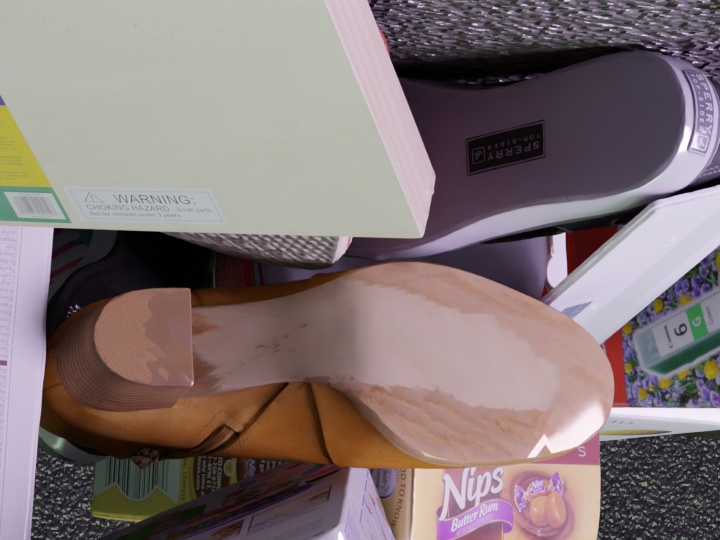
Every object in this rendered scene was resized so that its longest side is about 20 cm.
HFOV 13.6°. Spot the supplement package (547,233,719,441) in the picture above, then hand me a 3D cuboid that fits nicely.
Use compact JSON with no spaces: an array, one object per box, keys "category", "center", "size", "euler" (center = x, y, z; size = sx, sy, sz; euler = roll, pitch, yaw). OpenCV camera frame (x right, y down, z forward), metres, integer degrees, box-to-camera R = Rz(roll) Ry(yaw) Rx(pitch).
[{"category":"supplement package","center":[0.088,0.019,1.378],"size":[0.113,0.110,0.200],"euler":[5,174,-14]}]

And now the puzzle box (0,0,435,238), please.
[{"category":"puzzle box","center":[-0.087,-0.059,0.910],"size":[0.199,0.026,0.133],"euler":[2,148,18]}]

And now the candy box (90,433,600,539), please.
[{"category":"candy box","center":[-0.009,0.087,1.293],"size":[0.116,0.057,0.199],"euler":[5,175,-44]}]

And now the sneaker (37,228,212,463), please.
[{"category":"sneaker","center":[-0.136,0.032,1.257],"size":[0.121,0.084,0.200],"euler":[-33,-160,25]}]

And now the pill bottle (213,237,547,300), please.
[{"category":"pill bottle","center":[0.000,0.000,1.249],"size":[0.112,0.113,0.200],"euler":[5,174,-12]}]

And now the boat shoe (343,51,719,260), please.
[{"category":"boat shoe","center":[0.056,-0.041,1.087],"size":[0.199,0.070,0.066],"euler":[-11,164,40]}]

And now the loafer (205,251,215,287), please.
[{"category":"loafer","center":[-0.089,-0.009,1.407],"size":[0.199,0.072,0.073],"euler":[4,174,-6]}]

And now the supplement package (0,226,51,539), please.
[{"category":"supplement package","center":[-0.178,0.021,1.068],"size":[0.113,0.201,0.109],"euler":[6,173,-20]}]

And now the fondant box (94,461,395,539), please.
[{"category":"fondant box","center":[-0.060,0.125,1.091],"size":[0.144,0.058,0.200],"euler":[-22,-174,4]}]

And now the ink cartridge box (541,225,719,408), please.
[{"category":"ink cartridge box","center":[0.120,-0.002,1.153],"size":[0.050,0.110,0.200],"euler":[-2,179,-42]}]

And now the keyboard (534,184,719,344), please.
[{"category":"keyboard","center":[0.081,0.014,1.104],"size":[0.056,0.011,0.200],"euler":[-7,159,-29]}]

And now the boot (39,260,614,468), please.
[{"category":"boot","center":[-0.020,0.041,1.111],"size":[0.200,0.071,0.144],"euler":[6,168,-12]}]

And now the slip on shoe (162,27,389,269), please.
[{"category":"slip on shoe","center":[-0.030,-0.043,1.041],"size":[0.074,0.061,0.200],"euler":[16,164,-9]}]
